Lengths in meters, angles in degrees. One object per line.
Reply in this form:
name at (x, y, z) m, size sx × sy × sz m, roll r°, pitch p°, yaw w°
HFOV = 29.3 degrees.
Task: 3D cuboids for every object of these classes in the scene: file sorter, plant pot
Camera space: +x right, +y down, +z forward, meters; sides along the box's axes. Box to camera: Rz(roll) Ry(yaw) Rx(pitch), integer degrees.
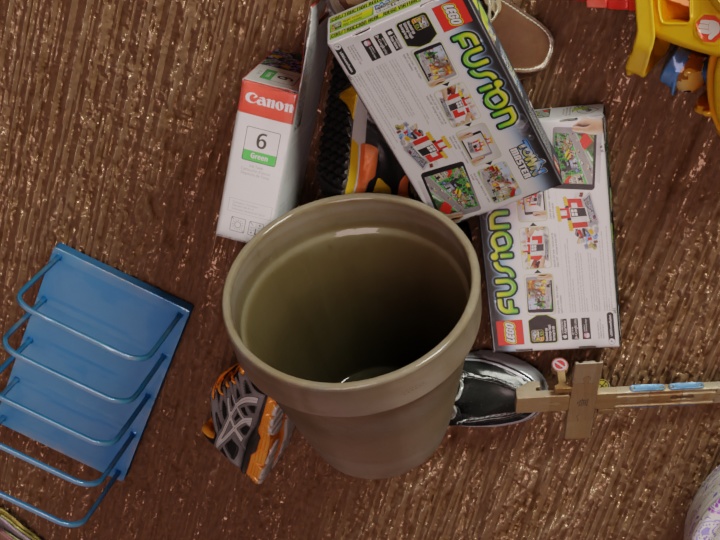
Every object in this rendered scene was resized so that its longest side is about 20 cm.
file sorter at (-0.261, 0.108, 1.247) m, size 0.138 × 0.123 × 0.201 m, roll 25°, pitch 113°, yaw 0°
plant pot at (0.005, 0.069, 1.093) m, size 0.198 × 0.201 × 0.174 m, roll -2°, pitch 136°, yaw 12°

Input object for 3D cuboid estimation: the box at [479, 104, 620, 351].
box at (0.156, -0.032, 1.148) m, size 0.109 × 0.035 × 0.202 m, roll -3°, pitch 110°, yaw 12°

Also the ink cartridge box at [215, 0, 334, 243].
ink cartridge box at (-0.067, -0.131, 1.122) m, size 0.050 × 0.109 × 0.201 m, roll 14°, pitch 113°, yaw 5°

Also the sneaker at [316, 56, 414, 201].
sneaker at (0.027, -0.149, 1.130) m, size 0.089 × 0.070 × 0.202 m, roll 7°, pitch 102°, yaw -29°

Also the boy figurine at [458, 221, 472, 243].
boy figurine at (0.000, 0.000, 1.185) m, size 0.198 × 0.065 × 0.125 m, roll -5°, pitch 119°, yaw 11°

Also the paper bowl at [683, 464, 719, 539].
paper bowl at (0.377, 0.235, 1.179) m, size 0.199 × 0.104 × 0.202 m, roll 4°, pitch 112°, yaw 10°

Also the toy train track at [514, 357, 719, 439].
toy train track at (0.231, 0.098, 1.184) m, size 0.198 × 0.033 × 0.115 m, roll -2°, pitch 141°, yaw 0°

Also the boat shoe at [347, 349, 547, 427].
boat shoe at (0.064, 0.108, 1.211) m, size 0.198 × 0.068 × 0.074 m, roll 10°, pitch 113°, yaw 7°

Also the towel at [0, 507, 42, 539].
towel at (-0.369, 0.347, 1.416) m, size 0.143 × 0.023 × 0.200 m, roll 37°, pitch 114°, yaw -5°

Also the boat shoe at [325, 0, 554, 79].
boat shoe at (0.070, -0.191, 1.054) m, size 0.199 × 0.072 × 0.076 m, roll 12°, pitch 90°, yaw -27°

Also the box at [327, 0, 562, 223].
box at (0.067, -0.125, 1.041) m, size 0.109 × 0.035 × 0.200 m, roll -19°, pitch 130°, yaw 17°

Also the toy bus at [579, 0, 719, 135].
toy bus at (0.252, -0.196, 1.032) m, size 0.191 × 0.136 × 0.202 m, roll 5°, pitch 115°, yaw 23°

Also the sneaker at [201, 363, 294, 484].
sneaker at (-0.095, 0.110, 1.223) m, size 0.077 × 0.078 × 0.201 m, roll 29°, pitch 132°, yaw 11°
